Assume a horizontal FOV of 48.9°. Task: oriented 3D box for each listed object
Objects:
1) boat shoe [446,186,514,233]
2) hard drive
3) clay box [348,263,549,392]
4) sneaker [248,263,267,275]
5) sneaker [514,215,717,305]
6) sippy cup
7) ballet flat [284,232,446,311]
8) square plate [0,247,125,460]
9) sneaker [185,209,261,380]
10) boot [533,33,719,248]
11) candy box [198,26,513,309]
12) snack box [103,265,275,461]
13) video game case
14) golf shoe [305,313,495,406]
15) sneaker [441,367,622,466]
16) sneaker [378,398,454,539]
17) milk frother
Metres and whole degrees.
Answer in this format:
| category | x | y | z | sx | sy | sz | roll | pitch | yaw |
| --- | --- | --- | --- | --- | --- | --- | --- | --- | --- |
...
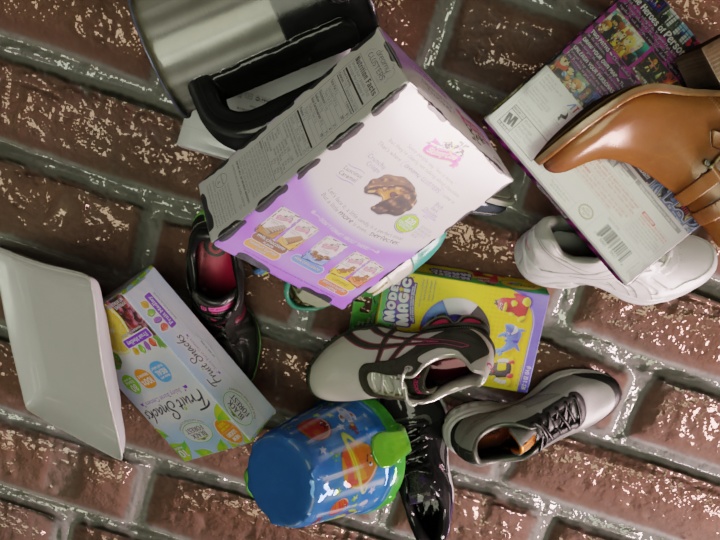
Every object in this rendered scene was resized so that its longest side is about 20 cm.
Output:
| category | x | y | z | sx | sy | sz | roll | pitch | yaw |
| --- | --- | --- | --- | --- | --- | --- | --- | --- | --- |
| boat shoe | 0.059 | -0.082 | 0.775 | 0.199 | 0.075 | 0.062 | 9 | 125 | -29 |
| hard drive | -0.082 | -0.196 | 0.749 | 0.131 | 0.027 | 0.201 | 16 | 90 | 3 |
| clay box | 0.089 | 0.056 | 0.843 | 0.199 | 0.048 | 0.115 | 8 | 108 | 0 |
| sneaker | -0.065 | -0.088 | 0.800 | 0.082 | 0.071 | 0.200 | 26 | 101 | 0 |
| sneaker | 0.257 | -0.017 | 0.775 | 0.199 | 0.099 | 0.078 | 2 | 72 | 1 |
| sippy cup | -0.043 | 0.203 | 0.826 | 0.140 | 0.130 | 0.178 | 42 | 117 | 27 |
| ballet flat | 0.000 | 0.000 | 0.779 | 0.200 | 0.071 | 0.067 | -21 | 127 | 38 |
| square plate | -0.314 | 0.081 | 0.836 | 0.198 | 0.028 | 0.201 | 12 | 114 | 39 |
| sneaker | -0.152 | 0.036 | 0.830 | 0.076 | 0.084 | 0.201 | -5 | 109 | 6 |
| boot | 0.259 | -0.086 | 0.653 | 0.200 | 0.077 | 0.156 | -29 | 96 | -4 |
| candy box | -0.002 | -0.073 | 0.657 | 0.200 | 0.072 | 0.168 | -37 | 141 | 19 |
| snack box | -0.202 | 0.105 | 0.839 | 0.142 | 0.053 | 0.200 | -25 | 108 | 45 |
| video game case | 0.239 | -0.119 | 0.699 | 0.181 | 0.036 | 0.200 | -42 | 94 | 8 |
| golf shoe | 0.035 | 0.096 | 0.791 | 0.199 | 0.088 | 0.077 | -15 | 110 | 11 |
| sneaker | 0.191 | 0.165 | 0.848 | 0.199 | 0.079 | 0.074 | -18 | 105 | -7 |
| sneaker | 0.069 | 0.209 | 0.870 | 0.075 | 0.088 | 0.201 | -13 | 106 | 7 |
| milk frother | -0.089 | -0.219 | 0.626 | 0.188 | 0.181 | 0.200 | -23 | 145 | 2 |
